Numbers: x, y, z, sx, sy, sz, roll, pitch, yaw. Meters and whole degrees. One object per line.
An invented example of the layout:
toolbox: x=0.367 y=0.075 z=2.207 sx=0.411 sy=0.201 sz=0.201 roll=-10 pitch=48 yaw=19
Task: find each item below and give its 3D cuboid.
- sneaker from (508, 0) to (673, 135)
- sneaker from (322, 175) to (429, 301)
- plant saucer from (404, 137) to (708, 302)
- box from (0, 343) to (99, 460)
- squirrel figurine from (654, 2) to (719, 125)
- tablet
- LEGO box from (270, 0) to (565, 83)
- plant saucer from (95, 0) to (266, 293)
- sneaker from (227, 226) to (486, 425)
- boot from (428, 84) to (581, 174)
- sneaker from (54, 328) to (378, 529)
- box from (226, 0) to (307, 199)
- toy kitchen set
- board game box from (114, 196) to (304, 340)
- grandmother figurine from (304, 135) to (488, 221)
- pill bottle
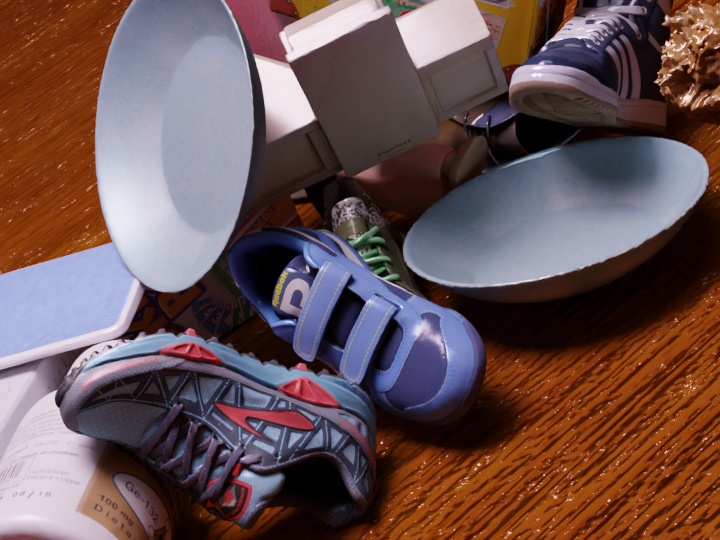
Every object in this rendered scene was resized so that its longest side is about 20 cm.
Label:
sneaker: x=0.154 y=-0.152 z=1.498 sx=0.070 sy=0.109 sz=0.200 roll=5 pitch=-1 yaw=26
sneaker: x=0.000 y=0.000 z=1.480 sx=0.077 sy=0.089 sz=0.200 roll=-25 pitch=26 yaw=0
plant saucer: x=0.128 y=-0.024 z=1.440 sx=0.200 sy=0.039 sz=0.201 roll=-17 pitch=23 yaw=7
box: x=-0.243 y=0.117 z=1.466 sx=0.124 sy=0.098 sz=0.200 roll=-12 pitch=28 yaw=24
squirrel figurine: x=0.253 y=-0.078 z=1.277 sx=0.141 sy=0.200 sz=0.187 roll=-24 pitch=34 yaw=14
tablet: x=-0.231 y=0.033 z=1.486 sx=0.199 sy=0.014 sz=0.130 roll=-15 pitch=27 yaw=16
LEGO box: x=0.042 y=-0.227 z=1.549 sx=0.199 sy=0.149 sz=0.077 roll=18 pitch=51 yaw=11
plant saucer: x=-0.106 y=-0.087 z=1.429 sx=0.039 sy=0.202 sz=0.201 roll=0 pitch=9 yaw=-35
sneaker: x=-0.007 y=0.032 z=1.367 sx=0.200 sy=0.082 sz=0.074 roll=32 pitch=99 yaw=42
boot: x=0.075 y=-0.103 z=1.624 sx=0.199 sy=0.075 sz=0.097 roll=-28 pitch=23 yaw=-9
sneaker: x=-0.075 y=0.096 z=1.286 sx=0.079 sy=0.199 sz=0.096 roll=123 pitch=149 yaw=-42
box: x=-0.058 y=-0.169 z=1.717 sx=0.108 sy=0.201 sz=0.128 roll=-7 pitch=31 yaw=34
toy kitchen set: x=-0.036 y=-0.177 z=1.486 sx=0.199 sy=0.163 sz=0.181 roll=-25 pitch=64 yaw=2
board game box: x=-0.127 y=0.010 z=1.566 sx=0.199 sy=0.096 sz=0.030 roll=-32 pitch=27 yaw=-14
grandmother figurine: x=-0.007 y=-0.076 z=1.591 sx=0.199 sy=0.122 sz=0.060 roll=18 pitch=27 yaw=28
pill bottle: x=-0.160 y=0.133 z=1.343 sx=0.114 sy=0.115 sz=0.200 roll=-14 pitch=28 yaw=21
